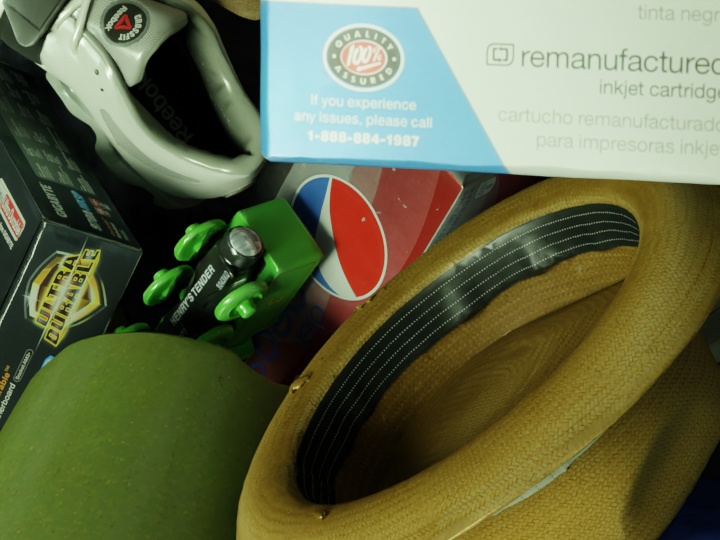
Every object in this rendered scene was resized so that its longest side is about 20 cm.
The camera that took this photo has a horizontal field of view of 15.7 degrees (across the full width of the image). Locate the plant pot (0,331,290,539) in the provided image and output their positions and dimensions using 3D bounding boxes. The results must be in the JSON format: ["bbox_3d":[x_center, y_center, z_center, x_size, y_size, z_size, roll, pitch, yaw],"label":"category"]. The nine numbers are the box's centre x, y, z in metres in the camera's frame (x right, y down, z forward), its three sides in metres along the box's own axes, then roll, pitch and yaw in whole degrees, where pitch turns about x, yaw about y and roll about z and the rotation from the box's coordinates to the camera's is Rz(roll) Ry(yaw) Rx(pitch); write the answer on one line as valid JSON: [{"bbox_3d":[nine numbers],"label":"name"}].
[{"bbox_3d":[-0.086,0.131,0.931,0.199,0.191,0.201,9,140,8],"label":"plant pot"}]

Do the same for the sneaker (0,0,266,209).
[{"bbox_3d":[-0.106,-0.107,1.014,0.200,0.074,0.088,43,163,-18],"label":"sneaker"}]

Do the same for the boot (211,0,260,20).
[{"bbox_3d":[-0.096,-0.165,1.025,0.200,0.074,0.076,36,143,24],"label":"boot"}]

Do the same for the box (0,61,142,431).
[{"bbox_3d":[-0.166,0.014,1.085,0.159,0.046,0.200,-62,29,15],"label":"box"}]

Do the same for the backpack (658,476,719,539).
[{"bbox_3d":[0.105,0.154,0.920,0.199,0.167,0.163,1,109,44],"label":"backpack"}]

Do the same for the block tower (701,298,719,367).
[{"bbox_3d":[0.101,-0.060,0.897,0.058,0.054,0.201,12,118,39],"label":"block tower"}]

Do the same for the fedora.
[{"bbox_3d":[0.053,0.051,0.847,0.200,0.201,0.082,-16,123,47],"label":"fedora"}]

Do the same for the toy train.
[{"bbox_3d":[-0.076,0.040,1.023,0.042,0.056,0.200,55,137,16],"label":"toy train"}]

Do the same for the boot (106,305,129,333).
[{"bbox_3d":[-0.141,0.122,1.154,0.066,0.201,0.175,10,158,5],"label":"boot"}]

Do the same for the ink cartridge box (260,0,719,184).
[{"bbox_3d":[0.049,-0.132,0.727,0.145,0.084,0.201,3,102,16],"label":"ink cartridge box"}]

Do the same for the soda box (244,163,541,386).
[{"bbox_3d":[0.000,0.000,1.017,0.070,0.063,0.200,47,136,17],"label":"soda box"}]
